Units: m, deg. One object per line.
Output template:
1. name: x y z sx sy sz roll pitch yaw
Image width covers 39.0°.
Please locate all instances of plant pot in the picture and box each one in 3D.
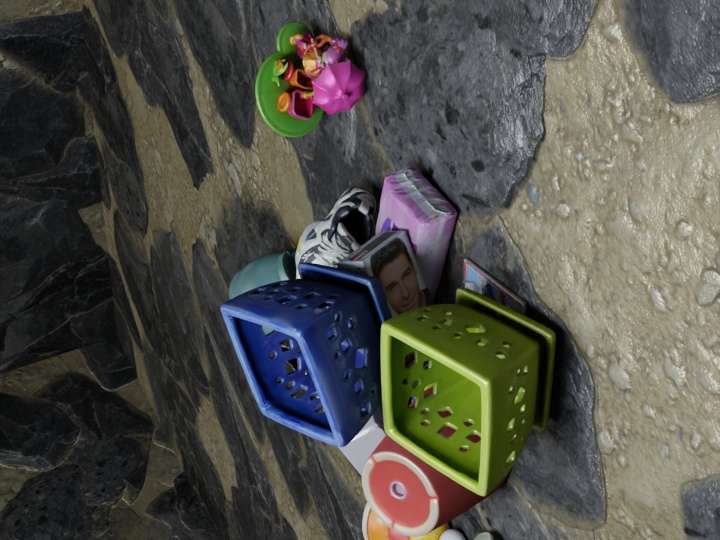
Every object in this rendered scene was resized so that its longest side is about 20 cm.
1. plant pot: -0.055 0.106 1.468 0.199 0.179 0.202 11 128 47
2. plant pot: 0.106 0.304 1.572 0.199 0.177 0.203 17 119 33
3. plant pot: -0.145 0.041 2.038 0.134 0.199 0.202 -43 64 35
4. plant pot: 0.156 0.151 1.403 0.199 0.181 0.201 27 132 38

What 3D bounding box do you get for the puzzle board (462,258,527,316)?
1. puzzle board: 0.194 0.101 1.522 0.151 0.017 0.202 41 141 50

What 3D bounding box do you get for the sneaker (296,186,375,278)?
1. sneaker: -0.041 -0.042 1.699 0.079 0.199 0.130 39 -171 -11

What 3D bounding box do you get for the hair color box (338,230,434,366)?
1. hair color box: 0.053 0.051 1.539 0.060 0.099 0.202 0 119 50

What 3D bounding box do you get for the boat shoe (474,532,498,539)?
1. boat shoe: 0.203 0.513 1.730 0.202 0.060 0.072 114 178 -45

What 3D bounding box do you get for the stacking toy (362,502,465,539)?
1. stacking toy: 0.115 0.471 1.855 0.199 0.146 0.148 14 121 40

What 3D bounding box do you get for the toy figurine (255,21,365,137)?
1. toy figurine: -0.063 -0.331 1.703 0.183 0.149 0.203 2 84 51

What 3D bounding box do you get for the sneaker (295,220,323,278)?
1. sneaker: -0.082 0.014 1.850 0.105 0.075 0.203 104 171 -83

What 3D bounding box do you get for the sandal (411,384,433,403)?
1. sandal: 0.111 0.268 1.746 0.087 0.079 0.202 -135 37 -53

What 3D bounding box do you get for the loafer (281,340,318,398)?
1. loafer: -0.072 0.189 1.720 0.200 0.071 0.073 46 133 25

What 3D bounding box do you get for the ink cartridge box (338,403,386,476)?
1. ink cartridge box: 0.014 0.273 1.807 0.145 0.084 0.201 54 -170 -30

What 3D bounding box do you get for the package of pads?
1. package of pads: 0.081 -0.049 1.591 0.121 0.075 0.201 53 150 33

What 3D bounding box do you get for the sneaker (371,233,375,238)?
1. sneaker: 0.000 0.000 1.820 0.200 0.073 0.089 -47 54 55

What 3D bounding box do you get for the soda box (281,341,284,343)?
1. soda box: -0.083 0.149 1.878 0.071 0.063 0.200 57 163 -17
